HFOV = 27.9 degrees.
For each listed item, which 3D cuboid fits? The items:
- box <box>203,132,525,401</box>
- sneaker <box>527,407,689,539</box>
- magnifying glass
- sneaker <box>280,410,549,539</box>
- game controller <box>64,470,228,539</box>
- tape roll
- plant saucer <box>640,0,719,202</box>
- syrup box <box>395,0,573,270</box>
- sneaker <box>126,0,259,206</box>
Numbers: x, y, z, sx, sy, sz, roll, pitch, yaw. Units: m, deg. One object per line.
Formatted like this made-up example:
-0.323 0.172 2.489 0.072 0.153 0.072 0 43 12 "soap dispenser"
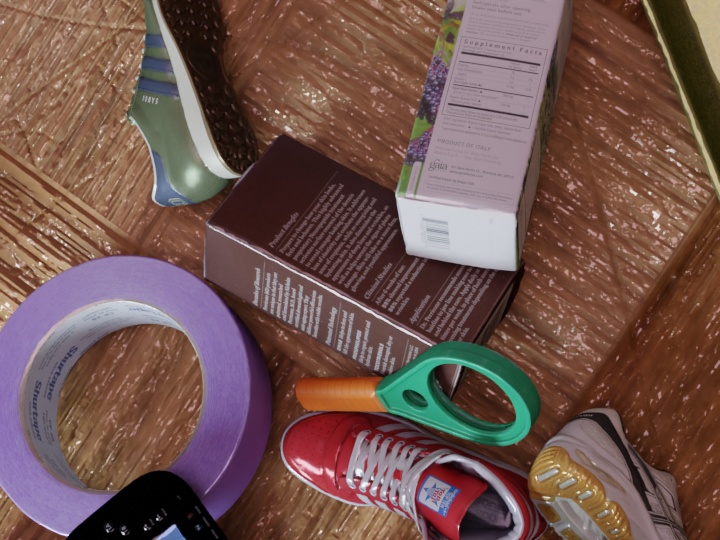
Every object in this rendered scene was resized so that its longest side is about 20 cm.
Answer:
0.000 0.000 0.994 0.199 0.075 0.100 30 55 12 "box"
0.197 0.178 0.962 0.075 0.088 0.201 -24 106 43 "sneaker"
0.033 0.081 0.959 0.199 0.022 0.080 -6 127 43 "magnifying glass"
0.030 0.142 0.980 0.198 0.112 0.072 14 91 13 "sneaker"
-0.110 0.223 0.912 0.104 0.042 0.200 -43 63 4 "game controller"
-0.166 0.094 1.028 0.198 0.066 0.202 -3 73 11 "tape roll"
0.301 -0.165 0.970 0.198 0.048 0.201 -21 83 10 "plant saucer"
0.086 -0.110 0.962 0.081 0.079 0.202 9 65 11 "syrup box"
-0.142 -0.139 1.055 0.090 0.067 0.202 -31 66 33 "sneaker"
